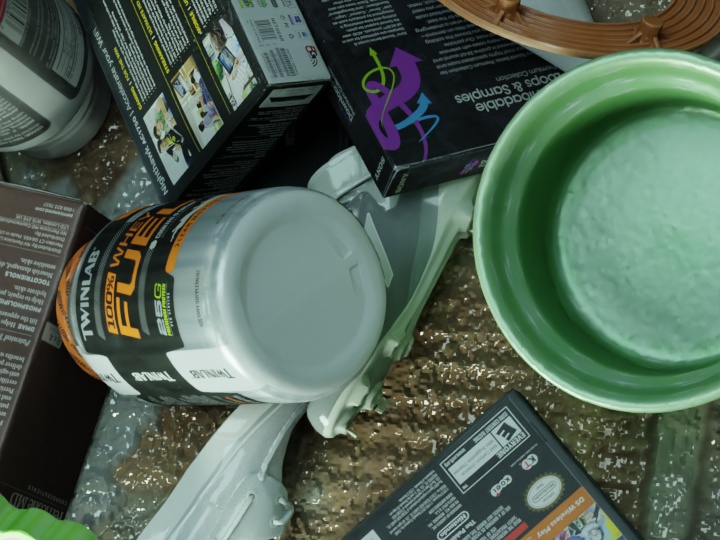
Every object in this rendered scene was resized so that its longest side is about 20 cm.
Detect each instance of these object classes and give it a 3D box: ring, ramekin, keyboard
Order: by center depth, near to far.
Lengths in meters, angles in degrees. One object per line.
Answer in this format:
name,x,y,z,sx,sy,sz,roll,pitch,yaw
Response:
ramekin,0.172,-0.021,1.429,0.200,0.098,0.200,0,89,19
ring,0.122,-0.184,1.489,0.200,0.200,0.019,36,131,28
keyboard,-0.065,-0.090,1.615,0.127,0.021,0.200,-7,70,19

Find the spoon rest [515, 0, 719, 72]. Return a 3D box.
spoon rest,0.122,-0.156,1.526,0.200,0.099,0.061,32,132,20

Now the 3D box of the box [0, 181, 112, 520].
box,-0.207,0.056,1.582,0.075,0.100,0.200,14,80,26

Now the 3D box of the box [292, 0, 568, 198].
box,0.036,-0.144,1.539,0.143,0.036,0.200,-14,60,-25

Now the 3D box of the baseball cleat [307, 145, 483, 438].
baseball cleat,0.000,0.000,1.527,0.106,0.070,0.200,28,75,10

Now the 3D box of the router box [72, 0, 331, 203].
router box,-0.107,-0.158,1.562,0.149,0.051,0.200,-45,62,47

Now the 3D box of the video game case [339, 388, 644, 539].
video game case,0.070,0.199,1.464,0.200,0.026,0.181,-42,63,5

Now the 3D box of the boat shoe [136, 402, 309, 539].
boat shoe,-0.079,0.146,1.522,0.069,0.072,0.200,36,82,6

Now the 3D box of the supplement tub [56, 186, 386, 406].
supplement tub,-0.087,0.018,1.478,0.200,0.122,0.123,-7,68,53

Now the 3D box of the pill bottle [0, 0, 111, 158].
pill bottle,-0.236,-0.140,1.599,0.111,0.200,0.111,-7,70,20

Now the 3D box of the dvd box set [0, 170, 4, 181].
dvd box set,-0.292,-0.073,1.632,0.029,0.146,0.200,-33,63,29

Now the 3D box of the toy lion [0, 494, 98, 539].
toy lion,-0.223,0.195,1.506,0.192,0.069,0.200,-23,104,29
